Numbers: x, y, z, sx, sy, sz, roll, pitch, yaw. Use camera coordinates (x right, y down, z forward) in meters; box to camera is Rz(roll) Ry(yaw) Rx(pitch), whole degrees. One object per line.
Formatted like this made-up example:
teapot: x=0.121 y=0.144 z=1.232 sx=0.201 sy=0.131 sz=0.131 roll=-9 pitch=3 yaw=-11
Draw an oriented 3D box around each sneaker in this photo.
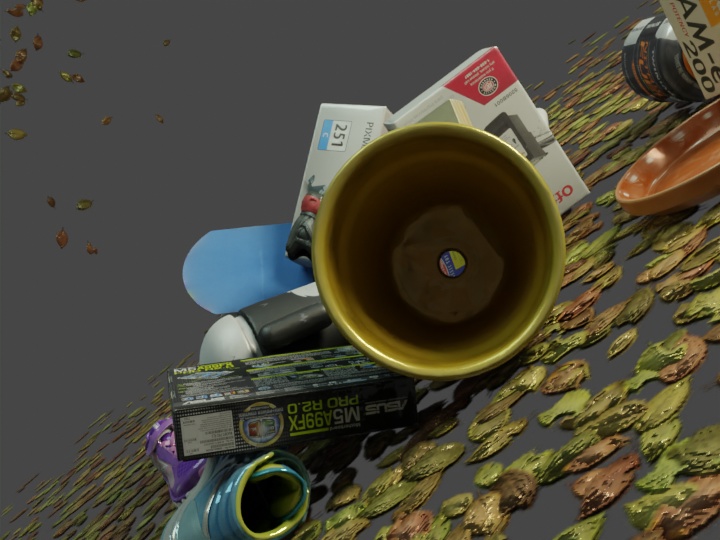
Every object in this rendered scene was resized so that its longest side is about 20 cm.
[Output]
sneaker: x=-0.079 y=0.172 z=0.806 sx=0.130 sy=0.080 sz=0.201 roll=-35 pitch=18 yaw=34
sneaker: x=-0.210 y=0.214 z=1.097 sx=0.080 sy=0.089 sz=0.200 roll=-39 pitch=9 yaw=-18
sneaker: x=0.000 y=0.000 z=1.059 sx=0.098 sy=0.200 sz=0.071 roll=-55 pitch=-5 yaw=-8

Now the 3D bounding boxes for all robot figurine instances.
robot figurine: x=-0.068 y=0.086 z=0.983 sx=0.199 sy=0.151 sz=0.125 roll=-20 pitch=29 yaw=-18

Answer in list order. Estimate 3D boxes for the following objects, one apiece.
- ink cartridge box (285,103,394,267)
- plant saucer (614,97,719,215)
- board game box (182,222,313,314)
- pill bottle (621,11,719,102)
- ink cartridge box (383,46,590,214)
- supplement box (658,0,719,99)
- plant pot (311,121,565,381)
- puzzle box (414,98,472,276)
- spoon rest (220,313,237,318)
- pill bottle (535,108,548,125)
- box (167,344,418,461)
ink cartridge box: x=0.014 y=-0.096 z=1.131 sx=0.175 sy=0.202 sz=0.045 roll=8 pitch=-10 yaw=26
plant saucer: x=0.314 y=-0.109 z=0.817 sx=0.200 sy=0.032 sz=0.200 roll=-38 pitch=8 yaw=6
board game box: x=-0.121 y=0.008 z=1.186 sx=0.198 sy=0.039 sz=0.159 roll=-6 pitch=42 yaw=-3
pill bottle: x=0.368 y=-0.242 z=1.052 sx=0.106 sy=0.107 sz=0.200 roll=-37 pitch=8 yaw=6
ink cartridge box: x=0.143 y=-0.127 z=1.066 sx=0.145 sy=0.201 sz=0.083 roll=-36 pitch=11 yaw=0
supplement box: x=0.384 y=-0.261 z=0.901 sx=0.199 sy=0.127 sz=0.073 roll=-28 pitch=3 yaw=-31
plant pot: x=0.072 y=-0.011 z=0.817 sx=0.200 sy=0.201 sz=0.189 roll=-37 pitch=-8 yaw=6
puzzle box: x=0.085 y=-0.055 z=0.968 sx=0.133 sy=0.202 sz=0.025 roll=-30 pitch=-18 yaw=37
spoon rest: x=-0.115 y=0.115 z=1.135 sx=0.099 sy=0.060 sz=0.201 roll=-45 pitch=42 yaw=18
pill bottle: x=0.137 y=-0.139 z=1.184 sx=0.198 sy=0.114 sz=0.113 roll=-4 pitch=16 yaw=10
box: x=-0.066 y=0.109 z=0.824 sx=0.198 sy=0.045 sz=0.160 roll=-7 pitch=7 yaw=-13
